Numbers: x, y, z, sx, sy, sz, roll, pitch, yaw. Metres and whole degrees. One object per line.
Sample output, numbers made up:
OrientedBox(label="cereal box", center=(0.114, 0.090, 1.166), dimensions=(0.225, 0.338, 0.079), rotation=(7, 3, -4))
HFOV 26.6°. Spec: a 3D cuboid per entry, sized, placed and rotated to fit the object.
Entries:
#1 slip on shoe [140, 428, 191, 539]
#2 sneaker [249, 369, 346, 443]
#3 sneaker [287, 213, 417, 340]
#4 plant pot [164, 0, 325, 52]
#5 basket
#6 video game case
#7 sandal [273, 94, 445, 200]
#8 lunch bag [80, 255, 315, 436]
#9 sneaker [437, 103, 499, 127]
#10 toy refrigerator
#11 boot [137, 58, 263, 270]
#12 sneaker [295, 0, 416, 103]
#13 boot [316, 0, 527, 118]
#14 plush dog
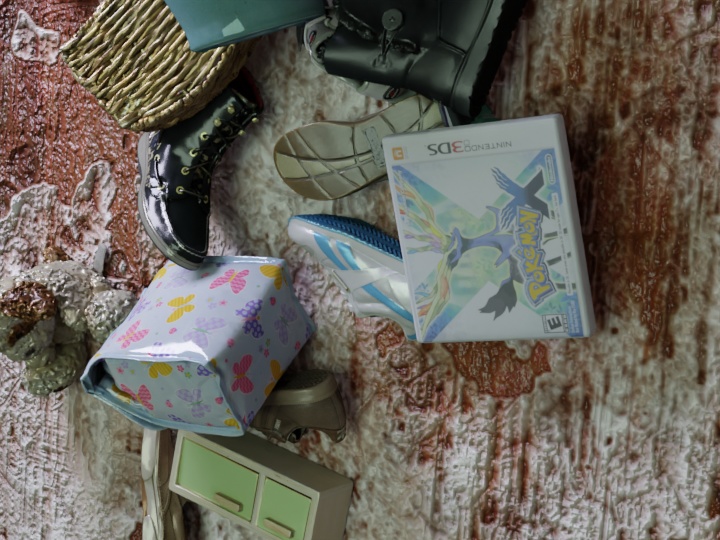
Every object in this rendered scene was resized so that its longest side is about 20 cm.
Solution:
OrientedBox(label="slip on shoe", center=(-0.216, 0.250, 1.716), dimensions=(0.060, 0.076, 0.202), rotation=(1, 87, -4))
OrientedBox(label="sneaker", center=(-0.098, 0.152, 1.612), dimensions=(0.199, 0.070, 0.076), rotation=(-4, 111, 44))
OrientedBox(label="sneaker", center=(0.000, 0.000, 1.523), dimensions=(0.199, 0.076, 0.082), rotation=(28, 112, 32))
OrientedBox(label="plant pot", center=(-0.119, -0.310, 1.413), dimensions=(0.199, 0.200, 0.190), rotation=(-10, 100, 36))
OrientedBox(label="basket", center=(-0.186, -0.240, 1.583), dimensions=(0.200, 0.149, 0.143), rotation=(-44, 87, 8))
OrientedBox(label="video game case", center=(0.116, -0.034, 1.393), dimensions=(0.181, 0.022, 0.202), rotation=(-4, 103, 33))
OrientedBox(label="sandal", center=(0.008, -0.124, 1.522), dimensions=(0.198, 0.054, 0.081), rotation=(-18, 92, 21))
OrientedBox(label="lunch bag", center=(-0.174, 0.076, 1.587), dimensions=(0.198, 0.170, 0.128), rotation=(3, 131, 32))
OrientedBox(label="sneaker", center=(0.109, -0.074, 1.440), dimensions=(0.087, 0.074, 0.201), rotation=(-36, 75, 37))
OrientedBox(label="toy refrigerator", center=(-0.111, 0.230, 1.628), dimensions=(0.199, 0.070, 0.077), rotation=(20, 106, 32))
OrientedBox(label="boot", center=(-0.165, -0.117, 1.598), dimensions=(0.154, 0.073, 0.205), rotation=(-43, 42, 28))
OrientedBox(label="sneaker", center=(-0.029, -0.243, 1.512), dimensions=(0.200, 0.088, 0.074), rotation=(44, 119, 25))
OrientedBox(label="boot", center=(0.063, -0.255, 1.408), dimensions=(0.167, 0.076, 0.202), rotation=(22, 90, 18))
OrientedBox(label="plush dog", center=(-0.374, 0.046, 1.734), dimensions=(0.199, 0.171, 0.162), rotation=(-35, 74, 33))
